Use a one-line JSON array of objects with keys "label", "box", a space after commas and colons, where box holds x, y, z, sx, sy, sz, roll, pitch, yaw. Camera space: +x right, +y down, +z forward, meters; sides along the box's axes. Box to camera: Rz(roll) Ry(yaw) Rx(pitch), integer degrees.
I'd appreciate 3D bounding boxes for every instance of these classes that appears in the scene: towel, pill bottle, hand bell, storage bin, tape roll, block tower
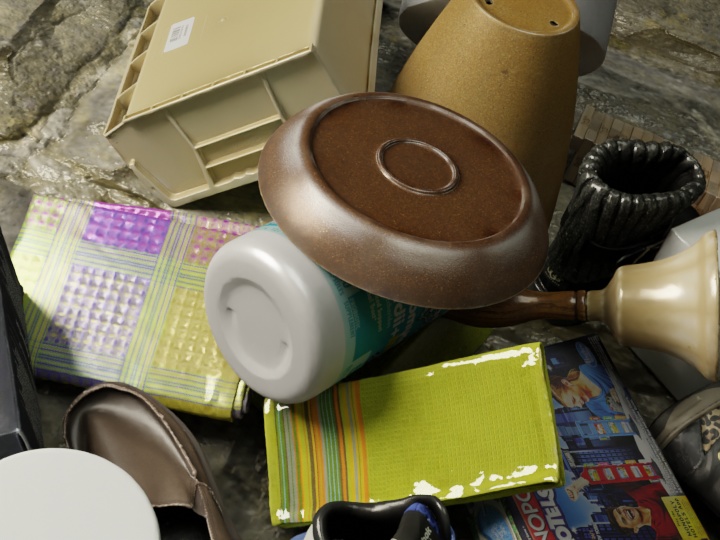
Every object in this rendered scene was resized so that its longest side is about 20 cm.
[{"label": "towel", "box": [0.025, 0.105, 0.649, 0.018, 0.198, 0.087, 14, 65, -60]}, {"label": "pill bottle", "box": [0.000, 0.000, 0.709, 0.111, 0.111, 0.199, 41, 45, 21]}, {"label": "hand bell", "box": [0.150, 0.026, 0.749, 0.198, 0.105, 0.105, -1, 43, 17]}, {"label": "towel", "box": [-0.154, 0.023, 0.734, 0.198, 0.023, 0.145, 10, 64, 5]}, {"label": "storage bin", "box": [-0.093, -0.173, 0.872, 0.197, 0.094, 0.201, -16, 43, 21]}, {"label": "tape roll", "box": [0.138, -0.245, 0.989, 0.198, 0.200, 0.067, 13, 84, -5]}, {"label": "pill bottle", "box": [-0.151, 0.181, 0.509, 0.112, 0.201, 0.114, 8, 47, -9]}, {"label": "block tower", "box": [0.287, -0.082, 0.982, 0.199, 0.058, 0.054, 26, 46, 5]}]

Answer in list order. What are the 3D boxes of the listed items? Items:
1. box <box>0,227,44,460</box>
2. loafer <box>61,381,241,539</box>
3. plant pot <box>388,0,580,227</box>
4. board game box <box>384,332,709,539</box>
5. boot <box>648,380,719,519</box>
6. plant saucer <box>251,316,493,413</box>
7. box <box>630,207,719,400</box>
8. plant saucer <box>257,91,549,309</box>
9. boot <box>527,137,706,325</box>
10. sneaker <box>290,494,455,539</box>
[{"label": "box", "box": [-0.296, 0.070, 0.613, 0.198, 0.105, 0.183, -14, 54, -13]}, {"label": "loafer", "box": [-0.119, 0.140, 0.631, 0.073, 0.071, 0.200, -39, 65, -8]}, {"label": "plant pot", "box": [0.108, -0.144, 0.885, 0.184, 0.201, 0.188, 9, 46, -9]}, {"label": "board game box", "box": [0.110, 0.135, 0.701, 0.198, 0.062, 0.201, 3, 46, -27]}, {"label": "boot", "box": [0.324, 0.140, 0.774, 0.198, 0.074, 0.151, -17, 54, -24]}, {"label": "plant saucer", "box": [-0.019, 0.027, 0.796, 0.199, 0.048, 0.200, 34, 48, 16]}, {"label": "box", "box": [0.326, 0.011, 0.857, 0.199, 0.125, 0.098, -20, 56, -30]}, {"label": "plant saucer", "box": [0.033, -0.057, 0.678, 0.198, 0.032, 0.201, 11, 42, -10]}, {"label": "boot", "box": [0.237, -0.046, 0.861, 0.210, 0.159, 0.079, -26, 59, -34]}, {"label": "sneaker", "box": [0.038, 0.200, 0.606, 0.198, 0.116, 0.081, 33, 49, 14]}]
